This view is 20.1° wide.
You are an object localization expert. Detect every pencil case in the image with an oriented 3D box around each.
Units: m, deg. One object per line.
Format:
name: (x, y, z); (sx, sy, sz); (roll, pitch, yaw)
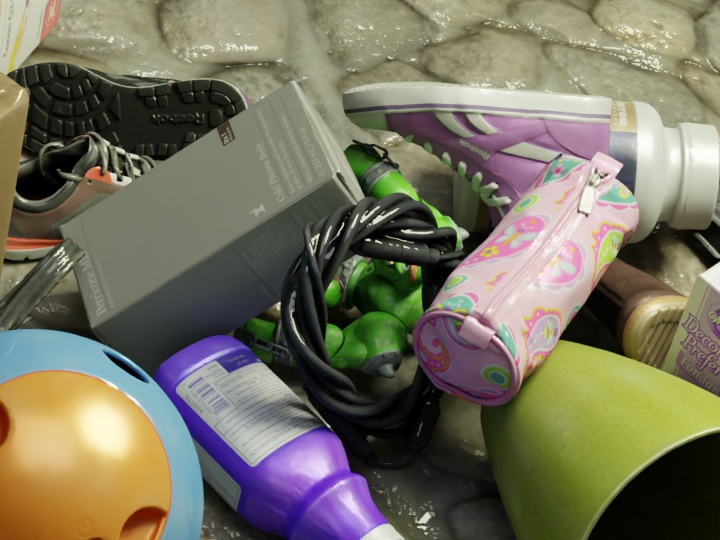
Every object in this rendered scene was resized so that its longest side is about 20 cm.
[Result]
pencil case: (0.114, 0.003, 1.371); (0.087, 0.088, 0.200); (30, 51, 15)

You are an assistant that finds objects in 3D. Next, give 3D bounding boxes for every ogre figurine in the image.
ogre figurine: (0.000, 0.000, 1.472); (0.119, 0.099, 0.200); (22, 38, 12)

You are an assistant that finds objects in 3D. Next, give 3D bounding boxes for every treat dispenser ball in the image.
treat dispenser ball: (-0.190, 0.135, 1.173); (0.199, 0.202, 0.202); (10, 41, -9)

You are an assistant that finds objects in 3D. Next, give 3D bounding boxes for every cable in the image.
cable: (0.018, 0.030, 1.359); (0.051, 0.200, 0.164); (18, 64, 42)
cable: (-0.243, 0.060, 1.322); (0.050, 0.097, 0.200); (41, 46, 4)

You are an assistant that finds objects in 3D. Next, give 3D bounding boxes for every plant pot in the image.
plant pot: (0.166, 0.134, 1.340); (0.186, 0.188, 0.200); (-6, 29, -25)

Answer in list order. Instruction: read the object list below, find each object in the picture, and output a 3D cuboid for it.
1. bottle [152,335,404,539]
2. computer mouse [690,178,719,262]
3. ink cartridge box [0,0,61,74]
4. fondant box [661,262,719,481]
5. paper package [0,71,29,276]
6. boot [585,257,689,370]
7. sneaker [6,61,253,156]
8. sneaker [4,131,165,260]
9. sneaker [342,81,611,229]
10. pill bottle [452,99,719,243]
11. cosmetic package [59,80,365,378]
bottle: (-0.053, 0.128, 1.334); (0.083, 0.066, 0.200); (-26, 57, -38)
computer mouse: (0.298, -0.007, 1.632); (0.140, 0.046, 0.200); (-27, 62, -33)
ink cartridge box: (-0.296, -0.200, 1.577); (0.067, 0.117, 0.200); (22, 42, 6)
fondant box: (0.268, 0.104, 1.368); (0.058, 0.201, 0.144); (-26, 56, -34)
paper package: (-0.314, -0.023, 1.306); (0.103, 0.201, 0.191); (29, 41, 13)
boot: (0.182, 0.022, 1.483); (0.166, 0.073, 0.200); (38, 5, 28)
sneaker: (-0.180, -0.118, 1.580); (0.198, 0.076, 0.088); (7, 6, 5)
sneaker: (-0.184, -0.060, 1.485); (0.199, 0.082, 0.077); (-11, 48, -29)
sneaker: (0.082, -0.080, 1.499); (0.199, 0.115, 0.073); (6, 8, 4)
pill bottle: (0.174, -0.079, 1.590); (0.198, 0.111, 0.111); (4, 41, -2)
cosmetic package: (-0.097, -0.026, 1.395); (0.199, 0.090, 0.107); (-31, 49, 5)
